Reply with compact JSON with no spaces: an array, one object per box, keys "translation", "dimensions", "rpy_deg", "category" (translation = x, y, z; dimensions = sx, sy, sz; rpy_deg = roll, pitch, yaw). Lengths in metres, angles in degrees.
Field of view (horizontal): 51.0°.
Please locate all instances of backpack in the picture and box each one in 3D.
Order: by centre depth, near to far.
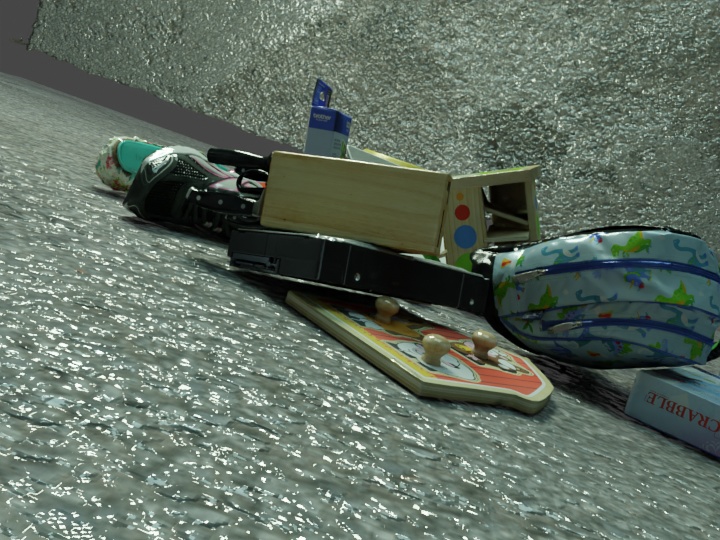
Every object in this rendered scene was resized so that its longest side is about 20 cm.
[{"translation":[0.221,0.025,0.677],"dimensions":[0.162,0.156,0.199],"rpy_deg":[25,-37,-39],"category":"backpack"}]

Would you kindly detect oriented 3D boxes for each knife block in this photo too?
[{"translation":[-0.044,-0.061,0.632],"dimensions":[0.174,0.065,0.199],"rpy_deg":[11,-2,-28],"category":"knife block"}]

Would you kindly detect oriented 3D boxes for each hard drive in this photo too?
[{"translation":[0.000,0.000,0.667],"dimensions":[0.198,0.038,0.139],"rpy_deg":[11,-2,-40],"category":"hard drive"}]

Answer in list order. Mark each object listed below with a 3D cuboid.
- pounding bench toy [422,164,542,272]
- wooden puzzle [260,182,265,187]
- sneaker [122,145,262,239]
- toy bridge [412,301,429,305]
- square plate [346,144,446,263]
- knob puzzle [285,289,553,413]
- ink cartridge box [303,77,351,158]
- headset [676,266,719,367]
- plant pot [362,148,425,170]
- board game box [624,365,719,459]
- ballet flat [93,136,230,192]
[{"translation":[0.124,-0.036,0.926],"dimensions":[0.197,0.158,0.124],"rpy_deg":[-5,8,19],"category":"pounding bench toy"},{"translation":[-0.195,-0.131,1.202],"dimensions":[0.183,0.038,0.200],"rpy_deg":[15,9,-28],"category":"wooden puzzle"},{"translation":[-0.146,-0.071,0.779],"dimensions":[0.086,0.081,0.199],"rpy_deg":[35,20,28],"category":"sneaker"},{"translation":[0.011,-0.014,0.871],"dimensions":[0.067,0.028,0.200],"rpy_deg":[12,15,-35],"category":"toy bridge"},{"translation":[0.068,-0.062,1.025],"dimensions":[0.197,0.028,0.202],"rpy_deg":[15,47,-42],"category":"square plate"},{"translation":[0.068,0.054,0.587],"dimensions":[0.217,0.031,0.220],"rpy_deg":[18,7,-2],"category":"knob puzzle"},{"translation":[-0.046,-0.131,0.947],"dimensions":[0.041,0.203,0.119],"rpy_deg":[8,7,6],"category":"ink cartridge box"},{"translation":[0.312,0.032,0.778],"dimensions":[0.124,0.093,0.200],"rpy_deg":[58,-22,1],"category":"headset"},{"translation":[0.031,-0.105,1.169],"dimensions":[0.197,0.144,0.200],"rpy_deg":[18,8,-3],"category":"plant pot"},{"translation":[0.346,0.138,0.628],"dimensions":[0.199,0.042,0.198],"rpy_deg":[24,9,36],"category":"board game box"},{"translation":[-0.224,-0.109,0.898],"dimensions":[0.063,0.077,0.199],"rpy_deg":[-18,-25,38],"category":"ballet flat"}]
